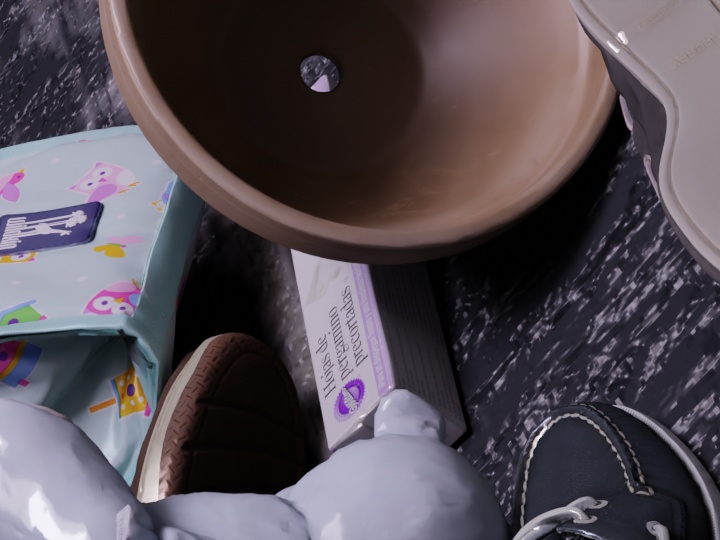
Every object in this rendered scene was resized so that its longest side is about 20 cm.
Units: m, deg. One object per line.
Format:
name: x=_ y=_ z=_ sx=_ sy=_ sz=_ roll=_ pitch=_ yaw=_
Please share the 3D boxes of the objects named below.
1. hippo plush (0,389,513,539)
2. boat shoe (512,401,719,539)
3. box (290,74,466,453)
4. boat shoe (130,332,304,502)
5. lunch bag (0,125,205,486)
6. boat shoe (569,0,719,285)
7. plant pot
hippo plush: x=-0.038 y=0.092 z=0.938 sx=0.159 sy=0.161 sz=0.200 roll=58 pitch=151 yaw=14
boat shoe: x=0.077 y=0.105 z=0.878 sx=0.076 sy=0.060 sz=0.200 roll=-47 pitch=32 yaw=21
box: x=0.000 y=0.000 z=1.106 sx=0.039 sy=0.041 sz=0.200 roll=-45 pitch=34 yaw=24
boat shoe: x=-0.078 y=0.119 z=1.075 sx=0.075 sy=0.075 sz=0.202 roll=-17 pitch=50 yaw=40
lunch bag: x=-0.145 y=0.037 z=1.189 sx=0.200 sy=0.122 sz=0.170 roll=-42 pitch=18 yaw=26
boat shoe: x=0.127 y=-0.046 z=0.958 sx=0.067 sy=0.057 sz=0.200 roll=-30 pitch=40 yaw=7
plant pot: x=-0.006 y=-0.090 z=1.071 sx=0.093 sy=0.201 sz=0.201 roll=129 pitch=160 yaw=-66
